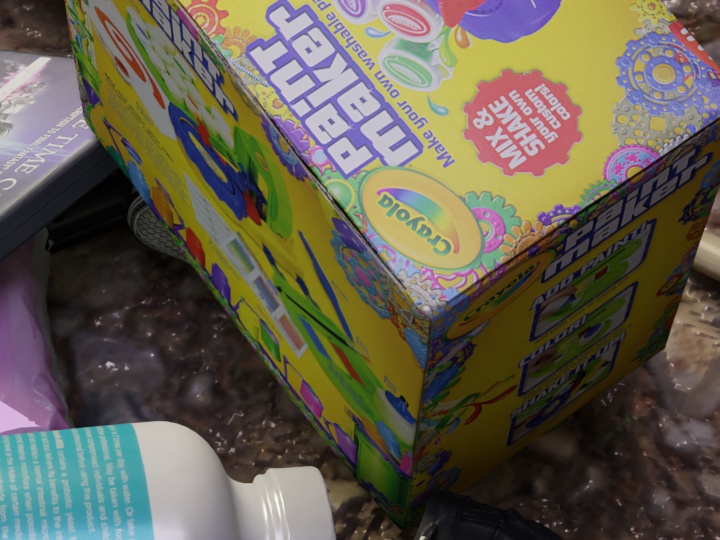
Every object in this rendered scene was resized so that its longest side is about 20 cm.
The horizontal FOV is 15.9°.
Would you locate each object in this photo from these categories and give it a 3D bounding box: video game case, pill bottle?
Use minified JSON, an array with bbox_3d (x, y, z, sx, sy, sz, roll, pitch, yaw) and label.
[{"bbox_3d":[-0.183,-0.049,0.991,0.200,0.019,0.143,10,35,31],"label":"video game case"},{"bbox_3d":[-0.109,0.109,0.863,0.199,0.111,0.111,-5,54,-9],"label":"pill bottle"}]

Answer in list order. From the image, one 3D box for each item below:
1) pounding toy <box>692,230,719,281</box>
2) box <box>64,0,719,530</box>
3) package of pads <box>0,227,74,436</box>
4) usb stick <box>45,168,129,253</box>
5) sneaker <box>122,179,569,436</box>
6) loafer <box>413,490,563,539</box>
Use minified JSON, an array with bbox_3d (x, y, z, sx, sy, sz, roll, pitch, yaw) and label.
[{"bbox_3d":[0.224,0.012,0.909,0.199,0.142,0.185,-3,54,-9],"label":"pounding toy"},{"bbox_3d":[0.005,-0.052,0.844,0.122,0.193,0.200,-33,72,-14],"label":"box"},{"bbox_3d":[-0.203,0.050,0.947,0.199,0.076,0.121,-13,51,-3],"label":"package of pads"},{"bbox_3d":[-0.049,-0.063,1.037,0.200,0.033,0.056,-23,61,-10],"label":"usb stick"},{"bbox_3d":[0.000,0.000,0.958,0.199,0.078,0.085,17,59,17],"label":"sneaker"},{"bbox_3d":[0.004,0.165,0.832,0.070,0.068,0.201,27,75,15],"label":"loafer"}]
